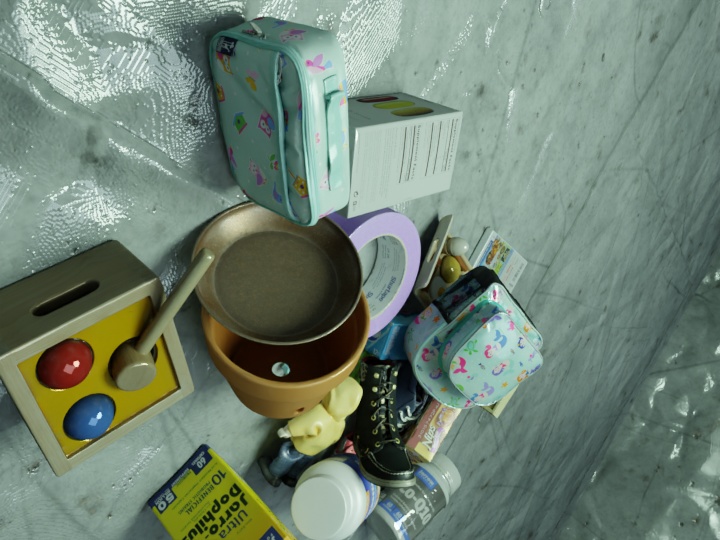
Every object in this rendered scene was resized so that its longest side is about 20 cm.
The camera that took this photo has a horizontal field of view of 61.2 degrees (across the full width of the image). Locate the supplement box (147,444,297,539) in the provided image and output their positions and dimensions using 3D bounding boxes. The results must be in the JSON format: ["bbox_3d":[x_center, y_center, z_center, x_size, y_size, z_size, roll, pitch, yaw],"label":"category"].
[{"bbox_3d":[-0.173,0.350,0.813,0.109,0.199,0.110,-45,139,-18],"label":"supplement box"}]

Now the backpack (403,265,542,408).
[{"bbox_3d":[0.174,0.120,0.961,0.199,0.151,0.178,-37,118,12],"label":"backpack"}]

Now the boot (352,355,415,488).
[{"bbox_3d":[0.033,0.227,0.934,0.072,0.203,0.157,2,96,-15],"label":"boot"}]

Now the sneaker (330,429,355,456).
[{"bbox_3d":[-0.033,0.340,1.081,0.200,0.073,0.088,-41,128,-33],"label":"sneaker"}]

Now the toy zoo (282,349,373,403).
[{"bbox_3d":[-0.058,0.172,0.973,0.199,0.020,0.133,27,92,-51],"label":"toy zoo"}]

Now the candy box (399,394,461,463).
[{"bbox_3d":[0.111,0.290,1.116,0.117,0.056,0.200,-54,175,-20],"label":"candy box"}]

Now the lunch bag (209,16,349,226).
[{"bbox_3d":[-0.080,-0.155,0.635,0.077,0.160,0.202,-30,133,-32],"label":"lunch bag"}]

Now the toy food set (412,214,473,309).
[{"bbox_3d":[0.172,0.022,1.049,0.200,0.060,0.145,47,55,-39],"label":"toy food set"}]

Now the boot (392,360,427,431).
[{"bbox_3d":[0.061,0.248,1.053,0.072,0.089,0.204,10,87,-48],"label":"boot"}]

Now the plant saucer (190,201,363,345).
[{"bbox_3d":[-0.096,0.005,0.707,0.199,0.201,0.037,-30,158,-32],"label":"plant saucer"}]

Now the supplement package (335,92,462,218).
[{"bbox_3d":[0.024,-0.156,0.787,0.198,0.113,0.111,-21,128,-41],"label":"supplement package"}]

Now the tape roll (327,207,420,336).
[{"bbox_3d":[0.000,0.000,0.897,0.199,0.065,0.203,-26,130,-35],"label":"tape roll"}]

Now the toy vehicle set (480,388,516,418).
[{"bbox_3d":[0.200,0.158,1.108,0.125,0.199,0.026,-54,141,-5],"label":"toy vehicle set"}]

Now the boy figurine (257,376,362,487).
[{"bbox_3d":[-0.075,0.242,0.931,0.201,0.064,0.124,-53,142,10],"label":"boy figurine"}]

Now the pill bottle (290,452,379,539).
[{"bbox_3d":[-0.038,0.344,0.927,0.113,0.111,0.200,-57,165,-3],"label":"pill bottle"}]

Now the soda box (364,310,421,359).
[{"bbox_3d":[0.081,0.111,1.051,0.199,0.067,0.065,11,103,-50],"label":"soda box"}]

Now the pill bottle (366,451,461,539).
[{"bbox_3d":[0.114,0.479,1.279,0.199,0.113,0.115,-33,134,-31],"label":"pill bottle"}]

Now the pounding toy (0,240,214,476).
[{"bbox_3d":[-0.246,0.071,0.605,0.199,0.141,0.186,-31,133,-31],"label":"pounding toy"}]

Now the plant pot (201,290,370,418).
[{"bbox_3d":[-0.096,0.089,0.760,0.199,0.200,0.141,-30,153,-32],"label":"plant pot"}]

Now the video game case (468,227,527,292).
[{"bbox_3d":[0.267,0.012,1.238,0.199,0.018,0.145,28,92,-52],"label":"video game case"}]
